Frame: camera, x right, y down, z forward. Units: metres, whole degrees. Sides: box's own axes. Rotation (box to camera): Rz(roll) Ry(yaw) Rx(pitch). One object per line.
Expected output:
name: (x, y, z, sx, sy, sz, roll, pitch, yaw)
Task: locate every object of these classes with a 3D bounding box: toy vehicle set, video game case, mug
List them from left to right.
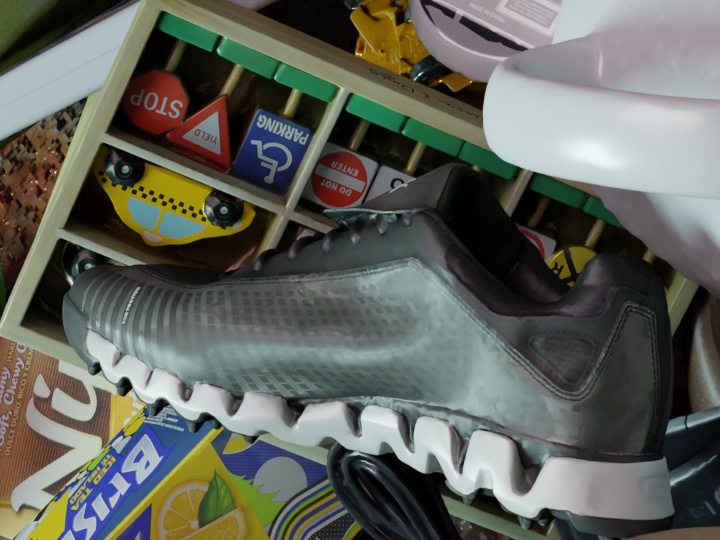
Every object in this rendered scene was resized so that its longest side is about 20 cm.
video game case: (-0.035, -0.114, 0.828, 0.200, 0.024, 0.182, -20, 14, 44)
toy vehicle set: (0.000, 0.000, 0.736, 0.027, 0.200, 0.124, -98, 32, -71)
mug: (0.125, -0.046, 0.620, 0.175, 0.200, 0.148, 20, 113, 48)

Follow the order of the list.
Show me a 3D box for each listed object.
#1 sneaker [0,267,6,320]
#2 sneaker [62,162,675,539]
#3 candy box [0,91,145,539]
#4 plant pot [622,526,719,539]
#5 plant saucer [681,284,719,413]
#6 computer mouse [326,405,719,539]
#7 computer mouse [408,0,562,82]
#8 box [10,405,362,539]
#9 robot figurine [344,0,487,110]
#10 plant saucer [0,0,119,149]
sneaker: (-0.196, 0.049, 0.896, 0.084, 0.200, 0.077, 18, 122, 7)
sneaker: (0.004, 0.010, 0.653, 0.200, 0.066, 0.091, 14, 98, 29)
candy box: (-0.079, 0.020, 0.884, 0.115, 0.055, 0.200, 11, 79, 41)
plant pot: (0.130, 0.142, 0.617, 0.201, 0.093, 0.201, 16, 124, 25)
plant saucer: (0.182, 0.001, 0.706, 0.200, 0.034, 0.200, -15, 62, 31)
computer mouse: (0.083, 0.058, 0.687, 0.200, 0.140, 0.046, -33, 12, 44)
computer mouse: (0.085, -0.146, 0.752, 0.110, 0.044, 0.200, 31, 86, 23)
box: (-0.082, 0.114, 0.776, 0.200, 0.070, 0.064, -45, 22, -20)
robot figurine: (0.078, -0.089, 0.803, 0.200, 0.058, 0.145, -25, 49, 27)
plant saucer: (-0.127, -0.098, 0.911, 0.200, 0.200, 0.031, -44, 88, 14)
